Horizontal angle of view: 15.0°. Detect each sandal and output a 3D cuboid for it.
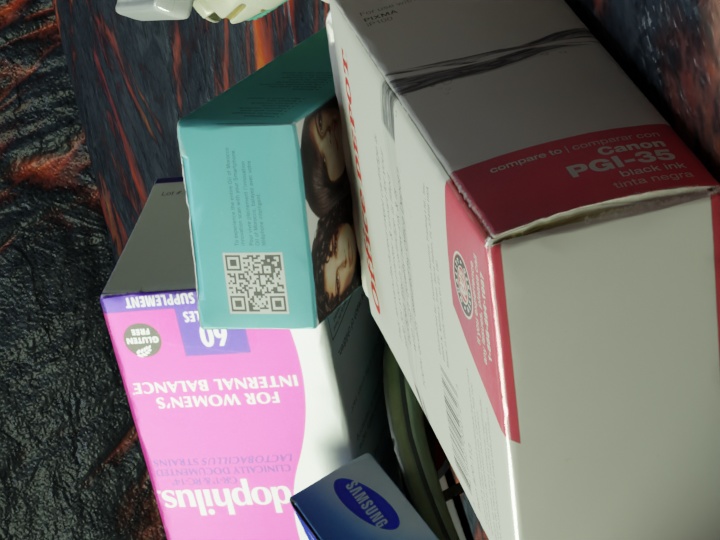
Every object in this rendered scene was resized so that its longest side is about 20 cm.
[{"bbox_3d":[0.041,0.039,1.214,0.080,0.057,0.202,72,-164,-71],"label":"sandal"}]

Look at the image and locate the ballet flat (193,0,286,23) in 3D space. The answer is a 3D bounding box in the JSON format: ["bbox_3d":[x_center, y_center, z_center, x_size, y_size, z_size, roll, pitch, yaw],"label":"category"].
[{"bbox_3d":[-0.056,-0.158,1.433,0.067,0.071,0.200,40,176,-7],"label":"ballet flat"}]

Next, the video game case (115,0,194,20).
[{"bbox_3d":[-0.089,-0.224,1.462,0.200,0.023,0.183,-155,81,-79],"label":"video game case"}]

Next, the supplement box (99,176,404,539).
[{"bbox_3d":[-0.037,0.066,1.238,0.104,0.100,0.201,-70,-28,-55],"label":"supplement box"}]

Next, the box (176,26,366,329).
[{"bbox_3d":[-0.011,-0.045,1.102,0.200,0.049,0.083,-43,-49,-64],"label":"box"}]

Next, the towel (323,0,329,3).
[{"bbox_3d":[-0.079,-0.184,1.221,0.035,0.199,0.133,-56,6,15],"label":"towel"}]

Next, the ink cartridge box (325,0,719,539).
[{"bbox_3d":[0.057,-0.005,0.955,0.200,0.082,0.147,-118,17,-57],"label":"ink cartridge box"}]

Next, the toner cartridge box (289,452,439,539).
[{"bbox_3d":[0.040,0.165,1.117,0.200,0.043,0.095,48,164,54],"label":"toner cartridge box"}]

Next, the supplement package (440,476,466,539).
[{"bbox_3d":[-0.012,0.162,1.505,0.200,0.113,0.110,98,156,-63],"label":"supplement package"}]

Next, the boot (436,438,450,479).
[{"bbox_3d":[0.000,0.000,1.298,0.144,0.072,0.201,82,176,-75],"label":"boot"}]
